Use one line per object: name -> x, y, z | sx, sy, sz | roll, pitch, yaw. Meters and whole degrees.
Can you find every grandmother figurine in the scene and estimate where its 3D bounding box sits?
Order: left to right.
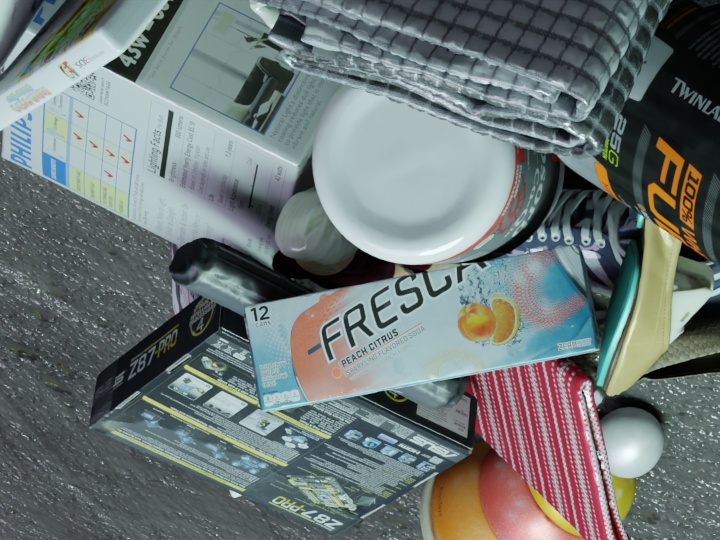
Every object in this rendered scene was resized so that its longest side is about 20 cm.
grandmother figurine -> 0.000, 0.000, 1.797 | 0.121, 0.061, 0.200 | -13, 159, 15

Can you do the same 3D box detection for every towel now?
towel -> 0.063, -0.158, 1.520 | 0.199, 0.166, 0.086 | 19, 158, 21
towel -> 0.106, 0.080, 1.846 | 0.200, 0.022, 0.145 | 44, 154, 54

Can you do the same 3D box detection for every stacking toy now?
stacking toy -> 0.148, 0.156, 2.102 | 0.146, 0.147, 0.200 | 35, 139, -14

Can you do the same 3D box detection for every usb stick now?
usb stick -> -0.025, 0.033, 1.785 | 0.199, 0.033, 0.055 | 27, 165, -24

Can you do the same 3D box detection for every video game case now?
video game case -> -0.119, -0.170, 1.642 | 0.023, 0.200, 0.182 | 44, 152, -13

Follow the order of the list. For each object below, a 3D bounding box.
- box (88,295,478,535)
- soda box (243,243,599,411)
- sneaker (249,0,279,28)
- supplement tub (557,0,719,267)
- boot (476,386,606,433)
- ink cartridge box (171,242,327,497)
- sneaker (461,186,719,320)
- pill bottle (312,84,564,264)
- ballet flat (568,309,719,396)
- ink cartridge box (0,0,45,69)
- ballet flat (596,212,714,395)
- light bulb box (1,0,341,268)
box -> -0.049, 0.092, 1.898 | 0.199, 0.049, 0.161 | 26, 140, -25
soda box -> 0.036, 0.033, 1.701 | 0.199, 0.064, 0.068 | -11, 177, 5
sneaker -> 0.028, -0.148, 1.676 | 0.199, 0.080, 0.071 | 16, 151, 23
supplement tub -> 0.203, -0.064, 1.539 | 0.200, 0.123, 0.123 | 35, 163, 35
boot -> 0.069, 0.043, 1.994 | 0.158, 0.080, 0.211 | 39, 154, -22
ink cartridge box -> -0.072, 0.035, 2.004 | 0.084, 0.145, 0.200 | -15, 146, -13
sneaker -> 0.142, -0.027, 1.794 | 0.199, 0.070, 0.109 | 17, 158, 10
pill bottle -> 0.052, -0.062, 1.691 | 0.115, 0.116, 0.200 | 22, -173, 14
ballet flat -> 0.223, 0.050, 1.783 | 0.199, 0.047, 0.067 | -1, 153, -12
ink cartridge box -> -0.204, -0.207, 1.663 | 0.086, 0.201, 0.147 | 28, 156, 2
ballet flat -> 0.180, -0.015, 1.688 | 0.063, 0.069, 0.201 | 9, 115, 1
light bulb box -> -0.107, -0.114, 1.827 | 0.199, 0.125, 0.198 | 27, 156, 5
